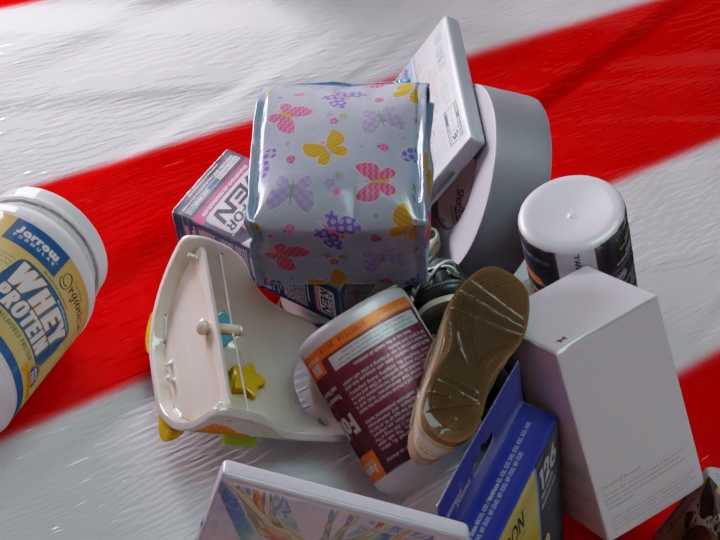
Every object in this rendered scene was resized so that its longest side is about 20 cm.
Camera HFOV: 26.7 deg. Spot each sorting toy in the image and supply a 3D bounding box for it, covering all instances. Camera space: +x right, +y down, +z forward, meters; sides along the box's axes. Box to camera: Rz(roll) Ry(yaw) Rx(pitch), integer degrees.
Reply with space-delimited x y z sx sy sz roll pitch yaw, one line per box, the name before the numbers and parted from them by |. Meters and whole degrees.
sorting toy | -0.092 0.092 1.383 0.179 0.107 0.201 15 42 -31

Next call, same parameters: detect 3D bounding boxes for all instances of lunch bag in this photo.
lunch bag | -0.014 -0.090 1.406 0.167 0.128 0.202 -1 56 3

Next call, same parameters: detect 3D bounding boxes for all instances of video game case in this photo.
video game case | -0.038 0.248 1.183 0.198 0.184 0.022 16 26 -10
video game case | 0.061 -0.145 1.625 0.024 0.182 0.201 20 40 -26

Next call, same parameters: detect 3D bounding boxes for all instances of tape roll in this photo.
tape roll | 0.128 -0.089 1.588 0.065 0.201 0.202 9 44 -17

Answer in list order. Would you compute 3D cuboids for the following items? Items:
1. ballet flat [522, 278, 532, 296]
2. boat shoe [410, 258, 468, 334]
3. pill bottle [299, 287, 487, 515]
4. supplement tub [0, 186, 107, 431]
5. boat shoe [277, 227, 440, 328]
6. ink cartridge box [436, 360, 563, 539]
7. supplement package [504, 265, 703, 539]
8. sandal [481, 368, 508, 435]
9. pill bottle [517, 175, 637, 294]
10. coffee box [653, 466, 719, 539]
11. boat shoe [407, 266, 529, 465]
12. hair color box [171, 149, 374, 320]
ballet flat | 0.215 0.016 1.627 0.069 0.070 0.200 40 44 16
boat shoe | 0.076 0.022 1.466 0.071 0.200 0.068 -13 85 2
pill bottle | 0.040 0.128 1.363 0.114 0.114 0.201 -23 78 -40
supplement tub | -0.314 0.034 1.287 0.144 0.145 0.201 28 42 3
boat shoe | 0.000 0.000 1.533 0.199 0.069 0.075 -23 60 -40
ink cartridge box | 0.125 0.216 1.287 0.047 0.202 0.198 10 37 22
supplement package | 0.216 0.119 1.385 0.116 0.202 0.117 -26 24 -17
sandal | 0.121 0.134 1.395 0.042 0.202 0.076 -24 15 -7
pill bottle | 0.221 0.011 1.505 0.105 0.201 0.107 -9 45 10
coffee box | 0.341 0.296 1.372 0.079 0.114 0.201 11 43 -16
boat shoe | 0.087 0.078 1.307 0.071 0.065 0.201 32 51 -1
hair color box | -0.075 -0.035 1.484 0.199 0.061 0.100 24 57 22
